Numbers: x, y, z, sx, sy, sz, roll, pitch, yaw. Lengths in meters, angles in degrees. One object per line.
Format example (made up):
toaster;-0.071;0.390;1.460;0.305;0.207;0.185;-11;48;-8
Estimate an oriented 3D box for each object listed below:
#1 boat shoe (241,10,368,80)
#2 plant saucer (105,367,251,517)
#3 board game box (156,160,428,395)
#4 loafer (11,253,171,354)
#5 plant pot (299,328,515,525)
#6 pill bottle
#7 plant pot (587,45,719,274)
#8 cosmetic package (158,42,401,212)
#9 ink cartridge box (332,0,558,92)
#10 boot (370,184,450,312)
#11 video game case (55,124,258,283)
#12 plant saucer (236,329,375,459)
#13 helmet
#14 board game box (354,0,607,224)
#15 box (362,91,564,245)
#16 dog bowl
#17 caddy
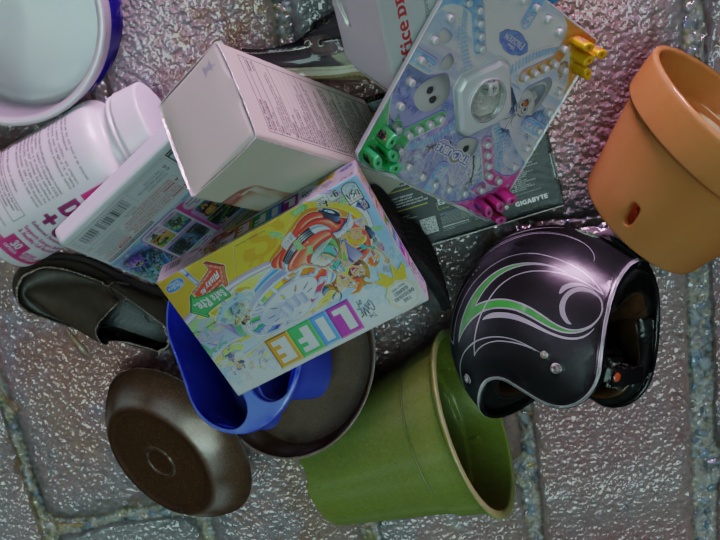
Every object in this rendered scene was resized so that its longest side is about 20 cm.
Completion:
boat shoe;-0.022;-0.218;0.897;0.196;0.072;0.066;-3;104;-1
plant saucer;-0.210;0.200;1.018;0.198;0.037;0.203;16;127;22
board game box;-0.058;0.011;0.812;0.198;0.034;0.135;-28;115;12
loafer;-0.277;0.037;0.990;0.197;0.071;0.074;13;110;-4
plant pot;0.041;0.189;0.997;0.188;0.201;0.202;-22;109;22
pill bottle;-0.279;-0.096;0.918;0.198;0.114;0.114;-27;108;10
plant pot;0.311;-0.094;0.883;0.199;0.201;0.140;32;124;-11
cosmetic package;-0.066;-0.111;0.817;0.087;0.199;0.104;-37;62;28
ink cartridge box;0.075;-0.266;0.804;0.199;0.085;0.146;-32;138;-13
boot;0.000;0.000;0.904;0.130;0.070;0.200;-27;139;16
video game case;-0.168;-0.068;0.914;0.199;0.024;0.182;-40;149;13
plant saucer;-0.065;0.097;0.978;0.197;0.034;0.204;-8;73;26
helmet;0.184;0.056;0.929;0.189;0.199;0.203;8;116;38
board game box;0.114;-0.152;0.832;0.198;0.026;0.202;18;107;-43
box;0.093;-0.117;0.941;0.197;0.049;0.162;-17;107;7
dog bowl;-0.331;-0.245;0.884;0.197;0.079;0.203;0;110;0
caddy;-0.118;0.067;0.933;0.141;0.105;0.202;-35;64;18
